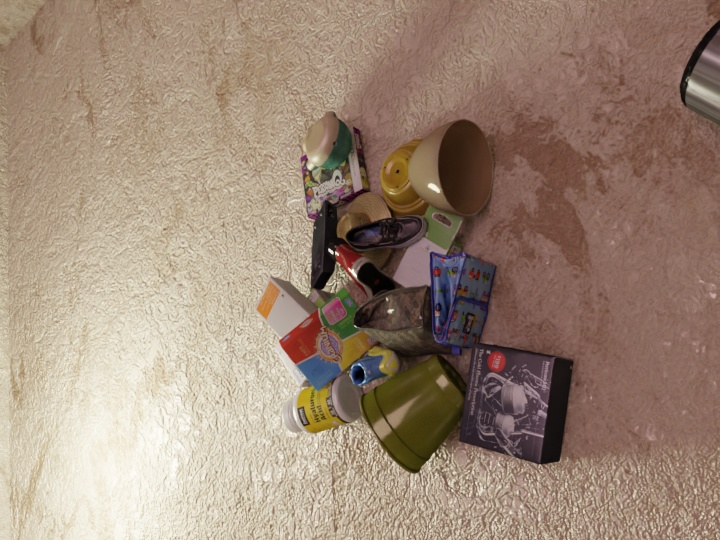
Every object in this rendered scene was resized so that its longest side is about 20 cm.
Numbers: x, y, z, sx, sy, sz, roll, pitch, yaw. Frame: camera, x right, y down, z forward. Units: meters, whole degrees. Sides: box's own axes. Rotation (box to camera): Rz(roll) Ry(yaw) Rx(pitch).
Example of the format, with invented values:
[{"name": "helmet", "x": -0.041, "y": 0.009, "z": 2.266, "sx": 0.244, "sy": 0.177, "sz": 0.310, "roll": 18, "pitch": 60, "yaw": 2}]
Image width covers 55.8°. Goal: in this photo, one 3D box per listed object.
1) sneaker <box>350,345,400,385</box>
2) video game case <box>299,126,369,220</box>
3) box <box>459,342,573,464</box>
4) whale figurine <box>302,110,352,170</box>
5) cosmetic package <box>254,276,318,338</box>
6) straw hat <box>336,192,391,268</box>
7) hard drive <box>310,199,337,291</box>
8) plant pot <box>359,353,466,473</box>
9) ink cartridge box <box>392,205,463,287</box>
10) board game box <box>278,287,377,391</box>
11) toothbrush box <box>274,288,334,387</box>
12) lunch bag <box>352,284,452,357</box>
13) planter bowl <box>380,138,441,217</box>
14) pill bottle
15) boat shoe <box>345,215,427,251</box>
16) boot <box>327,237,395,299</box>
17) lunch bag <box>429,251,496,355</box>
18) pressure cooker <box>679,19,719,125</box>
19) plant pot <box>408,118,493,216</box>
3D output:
[{"name": "sneaker", "x": 0.015, "y": 0.217, "z": 1.546, "sx": 0.200, "sy": 0.103, "sz": 0.077, "roll": 142, "pitch": 113, "yaw": -71}, {"name": "video game case", "x": -0.072, "y": -0.256, "z": 1.803, "sx": 0.197, "sy": 0.035, "sz": 0.186, "roll": -23, "pitch": 66, "yaw": 34}, {"name": "box", "x": 0.308, "y": 0.258, "z": 1.350, "sx": 0.179, "sy": 0.103, "sz": 0.205, "roll": 6, "pitch": 85, "yaw": 38}, {"name": "whale figurine", "x": -0.088, "y": -0.330, "z": 1.764, "sx": 0.199, "sy": 0.102, "sz": 0.162, "roll": 28, "pitch": 97, "yaw": 65}, {"name": "cosmetic package", "x": -0.172, "y": 0.110, "z": 1.684, "sx": 0.199, "sy": 0.071, "sz": 0.103, "roll": 37, "pitch": 104, "yaw": 42}, {"name": "straw hat", "x": -0.013, "y": -0.095, "z": 1.674, "sx": 0.198, "sy": 0.084, "sz": 0.207, "roll": -4, "pitch": 84, "yaw": 45}, {"name": "hard drive", "x": -0.093, "y": -0.060, "z": 1.728, "sx": 0.135, "sy": 0.041, "sz": 0.204, "roll": 125, "pitch": 150, "yaw": -58}, {"name": "plant pot", "x": 0.132, "y": 0.288, "z": 1.449, "sx": 0.192, "sy": 0.200, "sz": 0.202, "roll": -41, "pitch": 58, "yaw": 11}, {"name": "ink cartridge box", "x": 0.165, "y": -0.041, "z": 1.552, "sx": 0.103, "sy": 0.059, "sz": 0.203, "roll": 34, "pitch": 103, "yaw": 38}, {"name": "board game box", "x": -0.070, "y": 0.163, "z": 1.597, "sx": 0.199, "sy": 0.154, "sz": 0.040, "roll": -39, "pitch": 26, "yaw": -3}, {"name": "toothbrush box", "x": -0.110, "y": 0.173, "z": 1.718, "sx": 0.202, "sy": 0.085, "sz": 0.146, "roll": -55, "pitch": 51, "yaw": 16}, {"name": "lunch bag", "x": 0.099, "y": 0.117, "z": 1.499, "sx": 0.197, "sy": 0.163, "sz": 0.120, "roll": -11, "pitch": 58, "yaw": 35}, {"name": "planter bowl", "x": 0.108, "y": -0.227, "z": 1.620, "sx": 0.197, "sy": 0.083, "sz": 0.206, "roll": -8, "pitch": 76, "yaw": 37}, {"name": "pill bottle", "x": -0.096, "y": 0.334, "z": 1.660, "sx": 0.198, "sy": 0.110, "sz": 0.114, "roll": -25, "pitch": 66, "yaw": 33}, {"name": "boat shoe", "x": 0.054, "y": -0.090, "z": 1.559, "sx": 0.196, "sy": 0.066, "sz": 0.072, "roll": -7, "pitch": 76, "yaw": 28}, {"name": "boot", "x": 0.000, "y": 0.000, "z": 1.599, "sx": 0.073, "sy": 0.200, "sz": 0.144, "roll": -46, "pitch": 51, "yaw": -6}, {"name": "lunch bag", "x": 0.207, "y": 0.074, "z": 1.435, "sx": 0.092, "sy": 0.149, "sz": 0.205, "roll": 3, "pitch": 83, "yaw": 36}, {"name": "pressure cooker", "x": 0.664, "y": -0.313, "z": 1.128, "sx": 0.200, "sy": 0.176, "sz": 0.179, "roll": 46, "pitch": 129, "yaw": 35}, {"name": "plant pot", "x": 0.182, "y": -0.221, "z": 1.493, "sx": 0.133, "sy": 0.198, "sz": 0.206, "roll": 2, "pitch": 83, "yaw": 45}]
